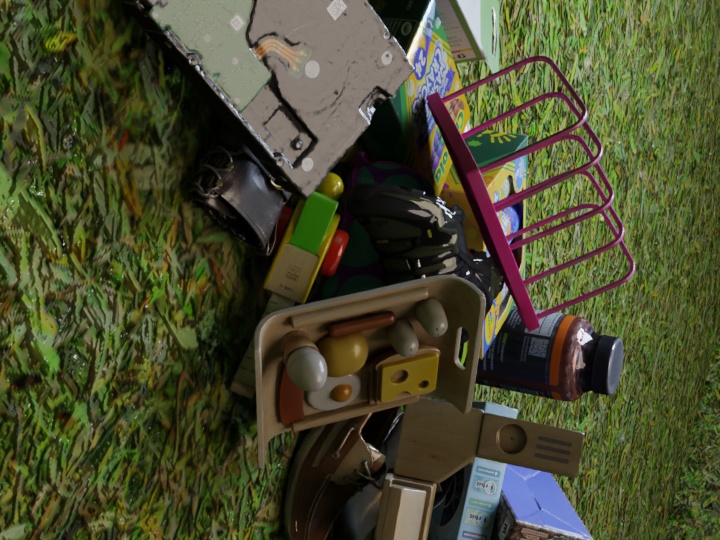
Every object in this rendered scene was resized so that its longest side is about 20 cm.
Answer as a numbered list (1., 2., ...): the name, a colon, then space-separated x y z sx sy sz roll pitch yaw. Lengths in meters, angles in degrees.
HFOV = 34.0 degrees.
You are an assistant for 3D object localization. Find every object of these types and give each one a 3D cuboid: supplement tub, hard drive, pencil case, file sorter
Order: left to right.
1. hard drive: -0.061 -0.170 0.854 0.140 0.038 0.200 -51 127 -13
2. pencil case: 0.000 0.000 1.084 0.092 0.085 0.202 28 71 -24
3. file sorter: 0.165 -0.077 1.102 0.139 0.125 0.201 -108 173 -51
4. supplement tub: 0.220 0.102 1.456 0.107 0.198 0.108 -34 129 -57

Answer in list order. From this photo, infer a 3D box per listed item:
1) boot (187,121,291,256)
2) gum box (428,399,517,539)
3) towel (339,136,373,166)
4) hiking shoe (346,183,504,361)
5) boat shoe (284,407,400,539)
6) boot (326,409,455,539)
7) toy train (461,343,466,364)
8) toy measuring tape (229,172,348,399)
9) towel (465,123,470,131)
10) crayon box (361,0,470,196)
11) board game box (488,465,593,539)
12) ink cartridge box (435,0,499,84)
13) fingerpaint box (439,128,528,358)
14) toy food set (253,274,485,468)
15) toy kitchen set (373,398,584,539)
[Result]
1. boot: -0.082 -0.124 0.910 0.175 0.069 0.200 -61 142 -21
2. gum box: 0.104 0.249 1.327 0.170 0.044 0.202 165 -61 -71
3. towel: 0.027 -0.171 1.169 0.200 0.023 0.145 2 95 -65
4. hiking shoe: 0.053 0.003 1.024 0.200 0.075 0.101 39 64 -37
5. boat shoe: -0.013 0.178 1.132 0.076 0.071 0.202 41 66 -59
6. boot: 0.037 0.229 1.230 0.201 0.096 0.075 -61 148 -37
7. toy train: 0.057 0.080 1.204 0.085 0.115 0.202 -32 126 -57
8. toy measuring tape: -0.061 0.010 1.007 0.073 0.073 0.202 14 100 -65
9. towel: 0.097 -0.087 1.337 0.147 0.030 0.201 69 38 -48
10. crayon box: 0.054 -0.152 1.148 0.200 0.051 0.127 63 42 -52
11. board game box: 0.156 0.333 1.324 0.160 0.096 0.202 -117 -134 -68
12. ink cartridge box: 0.089 -0.279 1.197 0.200 0.059 0.105 45 43 -60
13. fingerpaint box: 0.132 -0.032 1.315 0.167 0.073 0.202 -48 142 -53
14. toy food set: 0.005 0.090 0.986 0.061 0.198 0.144 -117 -159 -45
15. toy kitchen set: 0.106 0.233 1.110 0.163 0.179 0.202 58 43 -83
